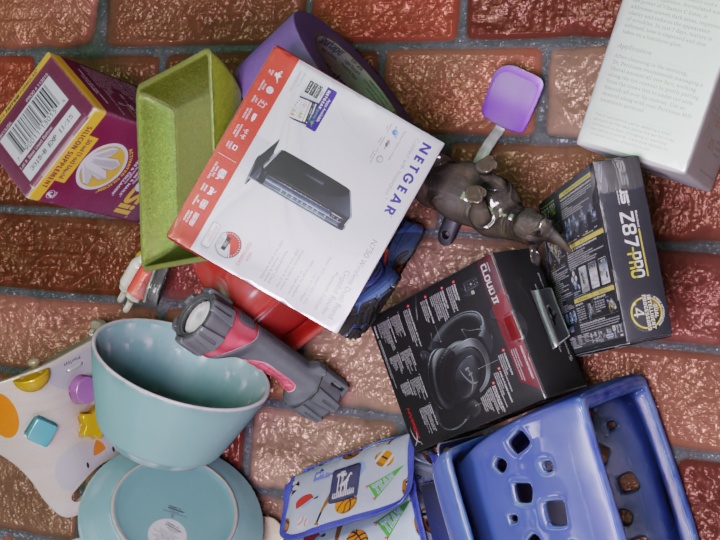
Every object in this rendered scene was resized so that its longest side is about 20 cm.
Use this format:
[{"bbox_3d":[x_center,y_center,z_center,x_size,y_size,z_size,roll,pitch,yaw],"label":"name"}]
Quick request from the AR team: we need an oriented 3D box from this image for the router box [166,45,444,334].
[{"bbox_3d":[-0.049,-0.072,1.123,0.179,0.049,0.201,29,87,1],"label":"router box"}]

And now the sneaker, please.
[{"bbox_3d":[0.000,0.000,1.247,0.078,0.200,0.076,30,122,1],"label":"sneaker"}]

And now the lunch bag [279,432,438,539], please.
[{"bbox_3d":[0.014,0.282,1.273,0.169,0.124,0.201,-23,65,22],"label":"lunch bag"}]

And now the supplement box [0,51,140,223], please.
[{"bbox_3d":[-0.297,-0.143,1.385,0.131,0.200,0.103,-49,66,15],"label":"supplement box"}]

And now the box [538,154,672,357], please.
[{"bbox_3d":[0.221,-0.006,1.147,0.049,0.200,0.162,-10,83,-7],"label":"box"}]

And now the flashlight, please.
[{"bbox_3d":[-0.106,0.095,1.296,0.068,0.200,0.068,7,63,50],"label":"flashlight"}]

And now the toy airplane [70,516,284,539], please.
[{"bbox_3d":[-0.212,0.313,1.378,0.200,0.141,0.199,30,62,31],"label":"toy airplane"}]

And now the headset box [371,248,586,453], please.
[{"bbox_3d":[0.119,0.077,1.222,0.200,0.077,0.150,-31,75,40],"label":"headset box"}]

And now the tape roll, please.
[{"bbox_3d":[-0.029,-0.163,1.264,0.085,0.200,0.200,-40,73,19],"label":"tape roll"}]

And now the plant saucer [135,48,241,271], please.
[{"bbox_3d":[-0.168,-0.104,1.246,0.200,0.048,0.201,-7,85,59],"label":"plant saucer"}]

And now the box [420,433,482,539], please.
[{"bbox_3d":[0.111,0.267,1.223,0.032,0.121,0.201,-16,81,28],"label":"box"}]

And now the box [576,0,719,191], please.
[{"bbox_3d":[0.295,-0.189,1.142,0.106,0.152,0.201,20,95,24],"label":"box"}]

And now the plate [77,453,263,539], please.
[{"bbox_3d":[-0.199,0.260,1.313,0.200,0.200,0.026,40,136,21],"label":"plate"}]

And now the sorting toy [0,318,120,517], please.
[{"bbox_3d":[-0.320,0.175,1.400,0.106,0.200,0.181,-5,109,44],"label":"sorting toy"}]

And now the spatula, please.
[{"bbox_3d":[0.127,-0.117,1.288,0.056,0.021,0.201,30,101,21],"label":"spatula"}]

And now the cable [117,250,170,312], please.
[{"bbox_3d":[-0.229,-0.041,1.411,0.050,0.097,0.201,17,107,-16],"label":"cable"}]

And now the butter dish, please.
[{"bbox_3d":[-0.111,-0.022,1.325,0.199,0.148,0.201,-38,73,18],"label":"butter dish"}]

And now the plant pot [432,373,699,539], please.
[{"bbox_3d":[0.189,0.223,1.155,0.179,0.200,0.201,-22,81,29],"label":"plant pot"}]

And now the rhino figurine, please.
[{"bbox_3d":[0.120,-0.065,1.170,0.200,0.088,0.060,32,75,30],"label":"rhino figurine"}]

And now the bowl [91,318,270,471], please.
[{"bbox_3d":[-0.207,0.144,1.343,0.200,0.201,0.106,27,109,23],"label":"bowl"}]
